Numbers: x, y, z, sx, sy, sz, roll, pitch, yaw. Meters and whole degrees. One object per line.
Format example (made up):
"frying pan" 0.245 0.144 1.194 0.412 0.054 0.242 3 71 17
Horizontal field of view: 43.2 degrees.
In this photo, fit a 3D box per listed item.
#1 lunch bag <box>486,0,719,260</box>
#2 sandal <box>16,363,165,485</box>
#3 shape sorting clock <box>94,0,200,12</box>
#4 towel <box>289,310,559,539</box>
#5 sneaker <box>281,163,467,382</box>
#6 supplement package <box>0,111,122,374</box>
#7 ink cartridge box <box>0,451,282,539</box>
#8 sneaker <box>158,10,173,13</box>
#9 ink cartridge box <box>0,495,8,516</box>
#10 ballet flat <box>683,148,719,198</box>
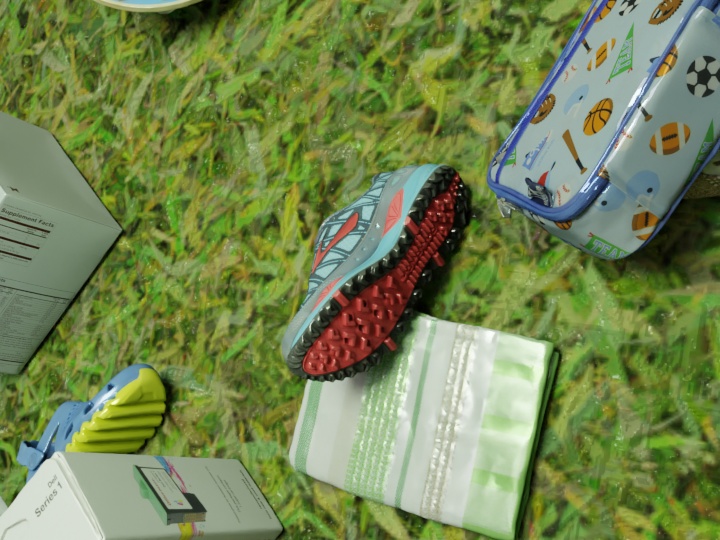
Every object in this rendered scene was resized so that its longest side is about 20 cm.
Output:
"lunch bag" 0.168 -0.108 0.606 0.201 0.075 0.160 -56 22 7
"sandal" -0.261 0.153 0.849 0.200 0.079 0.087 -45 55 14
"shape sorting clock" -0.200 -0.332 0.893 0.199 0.039 0.201 -1 58 1
"towel" 0.044 0.107 0.696 0.199 0.031 0.150 11 87 32
"sneaker" 0.000 0.000 0.703 0.095 0.079 0.200 15 58 46
"supplement package" -0.390 -0.037 0.931 0.200 0.147 0.191 -50 58 13
"ink cartridge box" -0.181 0.221 0.704 0.145 0.200 0.084 -50 58 13
"sneaker" -0.243 -0.343 0.954 0.200 0.076 0.105 32 96 35
"ink cartridge box" -0.347 0.315 0.834 0.200 0.083 0.146 41 124 32
"ballet flat" 0.266 -0.092 0.574 0.199 0.065 0.071 -12 74 31
